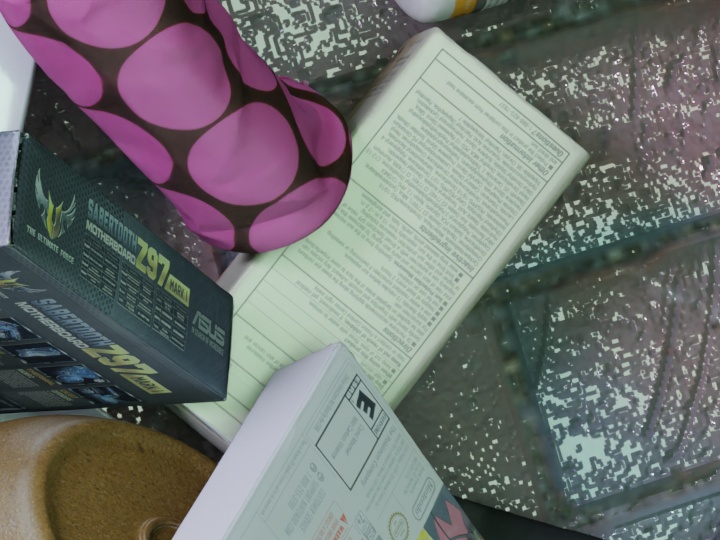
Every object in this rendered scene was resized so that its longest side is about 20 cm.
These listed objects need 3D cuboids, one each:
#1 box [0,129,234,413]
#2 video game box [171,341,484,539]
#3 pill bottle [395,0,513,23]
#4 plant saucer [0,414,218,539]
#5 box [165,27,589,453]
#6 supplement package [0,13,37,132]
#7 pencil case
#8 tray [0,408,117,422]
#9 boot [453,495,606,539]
[{"bbox_3d":[-0.159,0.007,1.130,0.157,0.200,0.051,-4,70,22],"label":"box"},{"bbox_3d":[-0.003,0.156,1.137,0.047,0.200,0.182,-27,108,33],"label":"video game box"},{"bbox_3d":[0.101,-0.189,1.257,0.199,0.116,0.117,-17,92,-10],"label":"pill bottle"},{"bbox_3d":[-0.081,0.128,1.162,0.200,0.200,0.035,39,118,-7],"label":"plant saucer"},{"bbox_3d":[0.000,0.000,1.254,0.095,0.078,0.200,40,83,-7],"label":"box"},{"bbox_3d":[-0.211,-0.121,1.205,0.155,0.111,0.201,12,87,-9],"label":"supplement package"},{"bbox_3d":[-0.082,-0.096,1.158,0.200,0.091,0.094,52,46,-42],"label":"pencil case"},{"bbox_3d":[-0.122,0.123,1.260,0.200,0.022,0.107,38,82,-7],"label":"tray"},{"bbox_3d":[0.118,0.129,1.277,0.199,0.066,0.165,13,93,-6],"label":"boot"}]
